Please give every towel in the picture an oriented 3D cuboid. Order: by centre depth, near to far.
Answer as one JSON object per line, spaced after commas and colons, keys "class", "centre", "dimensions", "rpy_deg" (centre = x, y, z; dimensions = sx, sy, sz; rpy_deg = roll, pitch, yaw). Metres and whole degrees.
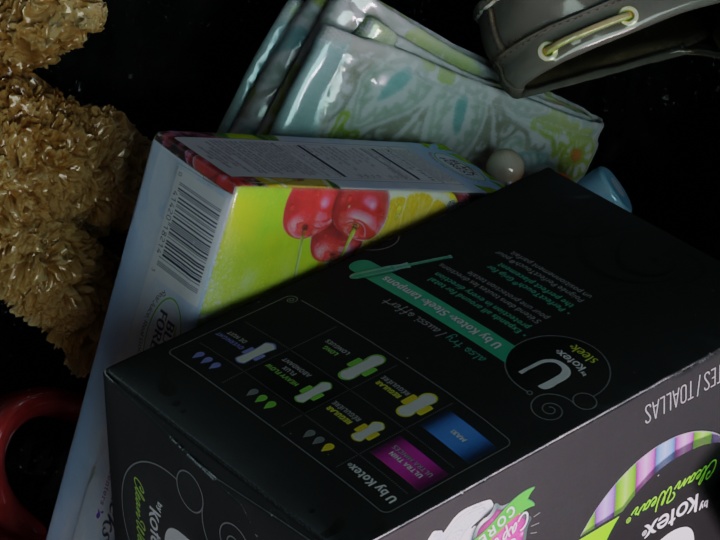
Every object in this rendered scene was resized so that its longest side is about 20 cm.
{"class": "towel", "centre": [0.000, 0.000, 0.801], "dimensions": [0.171, 0.048, 0.200], "rpy_deg": [19, 102, -45]}

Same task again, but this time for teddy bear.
{"class": "teddy bear", "centre": [-0.132, -0.037, 0.744], "dimensions": [0.145, 0.067, 0.200], "rpy_deg": [-39, 122, -6]}

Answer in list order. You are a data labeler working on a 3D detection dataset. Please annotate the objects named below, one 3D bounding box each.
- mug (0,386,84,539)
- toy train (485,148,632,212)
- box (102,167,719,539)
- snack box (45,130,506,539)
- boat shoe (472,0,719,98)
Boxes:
{"class": "mug", "centre": [-0.107, 0.158, 0.804], "dimensions": [0.200, 0.133, 0.178], "rpy_deg": [25, 102, -33]}
{"class": "toy train", "centre": [0.146, -0.010, 0.767], "dimensions": [0.200, 0.056, 0.150], "rpy_deg": [-30, 108, 16]}
{"class": "box", "centre": [0.031, 0.080, 0.676], "dimensions": [0.200, 0.124, 0.149], "rpy_deg": [-25, 131, -33]}
{"class": "snack box", "centre": [-0.032, 0.053, 0.732], "dimensions": [0.142, 0.053, 0.200], "rpy_deg": [0, 115, -43]}
{"class": "boat shoe", "centre": [0.140, -0.109, 0.792], "dimensions": [0.201, 0.072, 0.060], "rpy_deg": [-10, 78, -14]}
